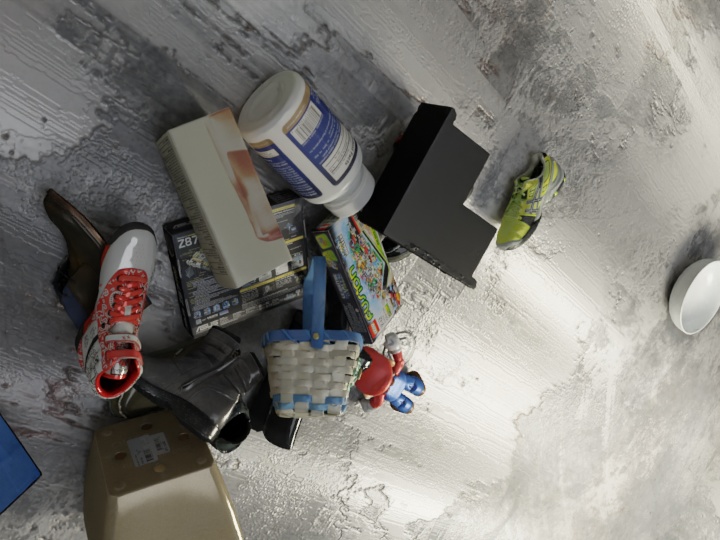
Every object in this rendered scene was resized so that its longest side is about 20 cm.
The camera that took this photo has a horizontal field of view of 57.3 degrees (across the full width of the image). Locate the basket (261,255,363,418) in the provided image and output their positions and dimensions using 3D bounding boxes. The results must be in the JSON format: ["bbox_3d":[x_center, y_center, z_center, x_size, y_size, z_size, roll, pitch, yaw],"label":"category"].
[{"bbox_3d":[-0.066,0.096,0.897,0.136,0.176,0.205,-1,78,-8],"label":"basket"}]

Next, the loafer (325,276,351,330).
[{"bbox_3d":[-0.024,0.090,1.086,0.062,0.071,0.205,-4,110,-38],"label":"loafer"}]

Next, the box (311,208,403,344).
[{"bbox_3d":[0.000,0.000,1.026,0.110,0.034,0.203,-47,125,-43],"label":"box"}]

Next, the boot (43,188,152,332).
[{"bbox_3d":[-0.347,0.002,0.810,0.097,0.074,0.202,-40,130,-17],"label":"boot"}]

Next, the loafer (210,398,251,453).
[{"bbox_3d":[-0.198,0.233,0.986,0.067,0.071,0.202,-28,152,-25],"label":"loafer"}]

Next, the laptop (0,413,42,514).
[{"bbox_3d":[-0.520,0.222,0.759,0.187,0.115,0.201,-43,129,-12],"label":"laptop"}]

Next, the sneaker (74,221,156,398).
[{"bbox_3d":[-0.278,0.053,0.781,0.066,0.108,0.204,10,117,-43],"label":"sneaker"}]

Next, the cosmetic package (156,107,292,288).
[{"bbox_3d":[-0.173,-0.088,0.834,0.086,0.103,0.204,-26,104,-23],"label":"cosmetic package"}]

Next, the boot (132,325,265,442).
[{"bbox_3d":[-0.236,0.125,0.896,0.198,0.070,0.132,36,66,2],"label":"boot"}]

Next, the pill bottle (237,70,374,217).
[{"bbox_3d":[-0.066,-0.165,0.910,0.112,0.111,0.200,-51,130,-5],"label":"pill bottle"}]

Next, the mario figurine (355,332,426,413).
[{"bbox_3d":[0.038,0.185,1.185,0.200,0.104,0.126,41,49,-50],"label":"mario figurine"}]

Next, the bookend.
[{"bbox_3d":[0.132,-0.111,0.999,0.197,0.092,0.203,27,93,-31],"label":"bookend"}]

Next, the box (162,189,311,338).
[{"bbox_3d":[-0.170,-0.011,0.947,0.197,0.049,0.164,-20,123,-26],"label":"box"}]

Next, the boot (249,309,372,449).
[{"bbox_3d":[-0.083,0.188,1.026,0.065,0.163,0.203,23,95,-53],"label":"boot"}]

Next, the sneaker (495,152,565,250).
[{"bbox_3d":[0.301,-0.129,1.223,0.076,0.075,0.202,40,75,-33],"label":"sneaker"}]

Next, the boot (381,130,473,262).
[{"bbox_3d":[0.080,-0.130,1.062,0.203,0.073,0.155,-43,124,-11],"label":"boot"}]

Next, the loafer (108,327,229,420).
[{"bbox_3d":[-0.262,0.150,0.940,0.198,0.069,0.076,-32,126,-20],"label":"loafer"}]

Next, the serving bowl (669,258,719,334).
[{"bbox_3d":[0.862,0.059,1.706,0.197,0.066,0.204,-16,120,-30],"label":"serving bowl"}]

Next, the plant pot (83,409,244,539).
[{"bbox_3d":[-0.275,0.309,0.903,0.196,0.200,0.181,-10,120,-26],"label":"plant pot"}]
